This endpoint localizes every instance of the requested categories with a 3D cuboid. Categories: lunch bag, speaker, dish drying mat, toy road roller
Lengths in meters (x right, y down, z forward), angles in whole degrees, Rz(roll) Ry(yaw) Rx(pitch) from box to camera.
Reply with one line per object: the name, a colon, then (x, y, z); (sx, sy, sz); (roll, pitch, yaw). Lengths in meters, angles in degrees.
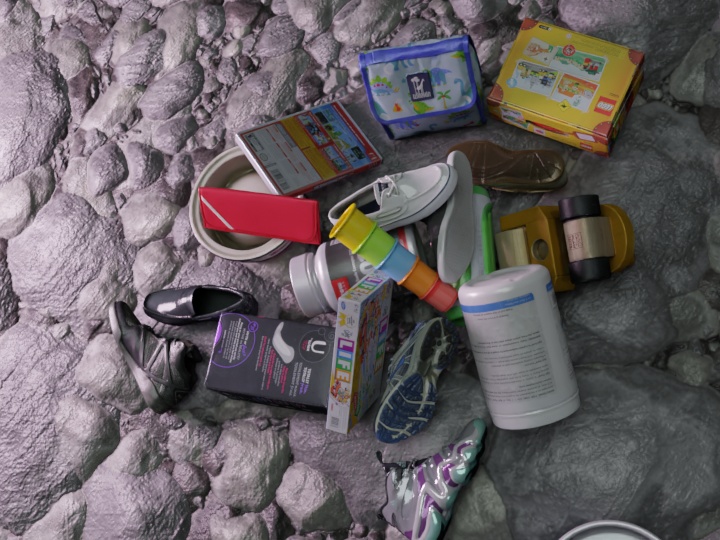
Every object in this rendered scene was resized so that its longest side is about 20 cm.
lunch bag: (0.100, -0.292, 1.454); (0.168, 0.200, 0.129); (-8, 71, 12)
speaker: (0.163, -0.021, 1.417); (0.088, 0.088, 0.202); (-6, 72, 14)
dish drying mat: (-0.157, -0.085, 1.459); (0.198, 0.077, 0.018); (9, 32, 18)
toy road roller: (0.308, -0.033, 1.372); (0.199, 0.145, 0.124); (-15, 81, 49)

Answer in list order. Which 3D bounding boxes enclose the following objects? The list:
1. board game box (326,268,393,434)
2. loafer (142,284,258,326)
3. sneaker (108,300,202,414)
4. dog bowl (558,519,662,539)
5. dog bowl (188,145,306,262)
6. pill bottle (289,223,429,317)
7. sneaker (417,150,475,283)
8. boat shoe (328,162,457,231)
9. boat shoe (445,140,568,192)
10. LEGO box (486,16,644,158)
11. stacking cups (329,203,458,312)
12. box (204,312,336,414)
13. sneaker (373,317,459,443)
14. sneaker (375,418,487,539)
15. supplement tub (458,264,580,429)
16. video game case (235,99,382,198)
board game box: (0.000, 0.114, 1.349); (0.034, 0.134, 0.202); (13, 112, 18)
loafer: (-0.263, 0.050, 1.520); (0.199, 0.071, 0.069); (1, 64, 16)
sneaker: (-0.326, 0.119, 1.520); (0.114, 0.076, 0.200); (-34, 71, 2)
dog bowl: (0.333, 0.433, 1.238); (0.198, 0.079, 0.202); (-5, 73, 15)
dog bowl: (-0.176, -0.102, 1.543); (0.198, 0.074, 0.202); (-4, 73, 14)
pill bottle: (0.000, 0.000, 1.441); (0.198, 0.114, 0.115); (-17, 70, 10)
sneaker: (0.109, -0.070, 1.378); (0.099, 0.070, 0.202); (-14, 64, 40)
boat shoe: (0.044, -0.102, 1.350); (0.199, 0.065, 0.074); (-30, 50, 23)
boat shoe: (0.223, -0.151, 1.449); (0.199, 0.066, 0.075); (14, 79, 32)
LEGO box: (0.317, -0.283, 1.456); (0.199, 0.077, 0.150); (24, 82, 20)
stacking cups: (0.049, -0.011, 1.341); (0.199, 0.060, 0.061); (38, 86, -12)
box: (-0.118, 0.143, 1.435); (0.198, 0.106, 0.123); (7, 75, 18)
sneaker: (0.075, 0.161, 1.394); (0.077, 0.085, 0.201); (33, 81, -22)
sneaker: (0.088, 0.282, 1.352); (0.139, 0.078, 0.201); (26, 82, 20)
supplement tub: (0.219, 0.103, 1.303); (0.131, 0.132, 0.202); (-13, 97, 11)
video game case: (-0.082, -0.196, 1.518); (0.199, 0.018, 0.143); (-24, 65, -28)
